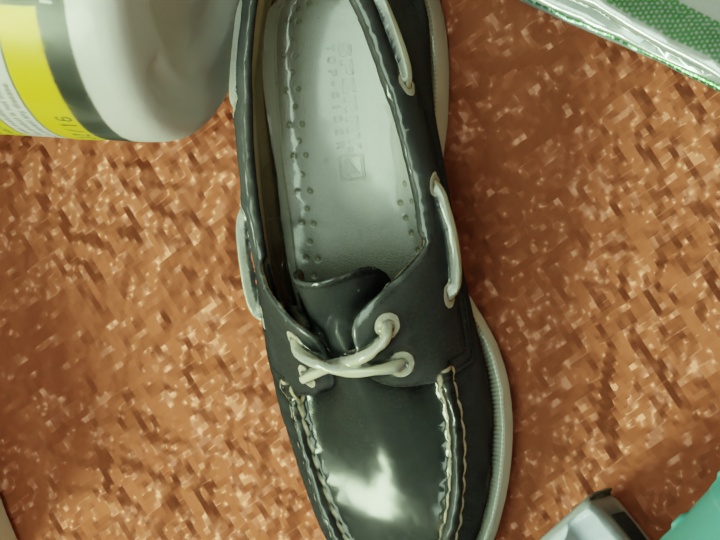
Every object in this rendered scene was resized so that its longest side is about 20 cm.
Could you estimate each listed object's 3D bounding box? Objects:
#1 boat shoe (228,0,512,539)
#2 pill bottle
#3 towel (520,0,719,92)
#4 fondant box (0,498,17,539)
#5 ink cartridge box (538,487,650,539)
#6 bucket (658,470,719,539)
[{"bbox_3d":[0.000,0.000,0.805,0.074,0.060,0.201,-2,91,19],"label":"boat shoe"},{"bbox_3d":[-0.140,-0.097,0.826,0.199,0.111,0.112,3,93,20],"label":"pill bottle"},{"bbox_3d":[0.120,-0.150,0.772,0.149,0.031,0.200,27,100,16],"label":"towel"},{"bbox_3d":[-0.227,0.062,0.892,0.200,0.058,0.145,-24,84,18],"label":"fondant box"},{"bbox_3d":[0.061,0.201,0.800,0.198,0.043,0.200,-43,79,16],"label":"ink cartridge box"},{"bbox_3d":[0.178,0.087,0.673,0.207,0.207,0.135,41,98,14],"label":"bucket"}]
